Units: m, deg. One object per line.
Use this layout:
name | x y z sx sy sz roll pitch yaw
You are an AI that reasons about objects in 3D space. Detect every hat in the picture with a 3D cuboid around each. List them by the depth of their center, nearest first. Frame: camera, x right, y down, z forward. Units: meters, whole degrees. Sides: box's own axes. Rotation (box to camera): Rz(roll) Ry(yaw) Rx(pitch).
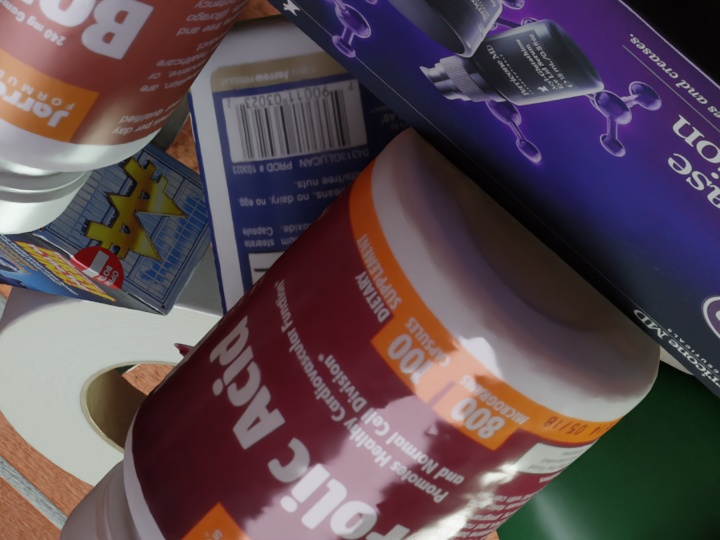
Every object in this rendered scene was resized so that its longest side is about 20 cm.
hat | 0.074 0.041 0.904 0.177 0.200 0.165 57 154 -14

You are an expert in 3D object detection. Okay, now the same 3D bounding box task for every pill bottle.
pill bottle | -0.007 0.056 0.712 0.114 0.115 0.200 35 119 -17
pill bottle | -0.094 -0.107 0.727 0.112 0.113 0.200 32 128 -8
pill bottle | 0.000 0.000 0.822 0.111 0.110 0.202 1 103 51

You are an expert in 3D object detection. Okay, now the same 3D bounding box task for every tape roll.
tape roll | -0.077 0.058 1.020 0.201 0.037 0.204 9 145 7

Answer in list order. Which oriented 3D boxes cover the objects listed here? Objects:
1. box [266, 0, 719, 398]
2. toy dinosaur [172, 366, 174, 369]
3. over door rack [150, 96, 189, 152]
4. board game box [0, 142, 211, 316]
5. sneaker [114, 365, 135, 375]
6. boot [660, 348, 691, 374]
box | 0.083 -0.062 0.610 0.200 0.079 0.141 41 161 -1
toy dinosaur | -0.053 0.082 1.267 0.199 0.086 0.135 30 153 -16
over door rack | -0.042 -0.040 1.006 0.147 0.067 0.200 34 173 -12
board game box | -0.161 -0.051 0.903 0.199 0.062 0.200 15 160 40
sneaker | -0.138 0.011 1.144 0.070 0.094 0.200 33 174 -18
boot | 0.135 0.008 0.819 0.154 0.072 0.200 30 180 -4
